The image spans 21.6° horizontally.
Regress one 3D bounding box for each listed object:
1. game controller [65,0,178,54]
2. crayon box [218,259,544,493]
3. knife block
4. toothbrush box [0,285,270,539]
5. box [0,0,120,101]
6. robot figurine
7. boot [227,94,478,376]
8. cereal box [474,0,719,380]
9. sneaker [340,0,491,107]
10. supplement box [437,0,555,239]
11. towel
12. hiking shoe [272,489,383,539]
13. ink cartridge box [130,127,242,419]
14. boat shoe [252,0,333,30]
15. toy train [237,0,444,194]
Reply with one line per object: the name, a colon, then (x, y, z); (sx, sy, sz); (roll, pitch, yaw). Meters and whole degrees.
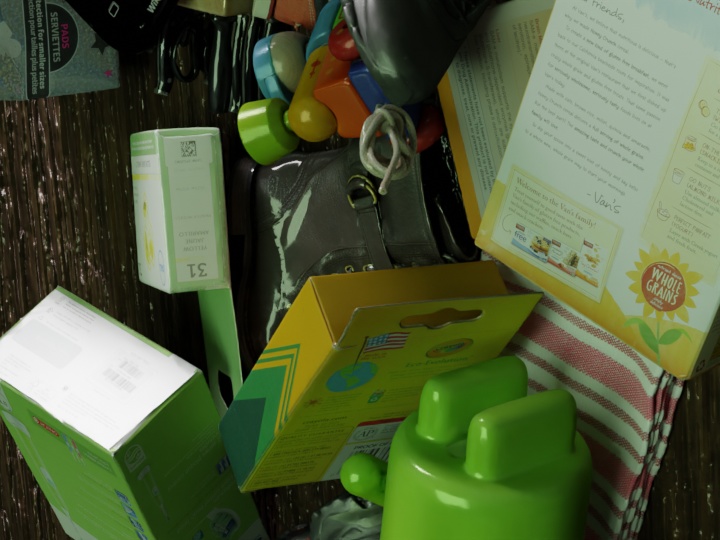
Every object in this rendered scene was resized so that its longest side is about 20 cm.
game controller: (-0.129, -0.228, 1.149); (0.104, 0.042, 0.200); (51, 131, 19)
crayon box: (0.009, 0.055, 1.108); (0.200, 0.127, 0.051); (-56, 47, 48)
knife block: (-0.076, -0.196, 1.183); (0.200, 0.064, 0.176); (-39, 76, 42)
toothbrush box: (-0.158, 0.128, 1.282); (0.145, 0.086, 0.200); (27, 148, 35)
box: (-0.240, -0.222, 1.276); (0.132, 0.115, 0.200); (21, 118, 56)
robot figurine: (0.069, 0.152, 1.080); (0.175, 0.116, 0.200); (34, 128, 43)
boot: (0.000, 0.000, 1.167); (0.174, 0.069, 0.200); (-5, 99, 43)
cereal box: (0.146, -0.066, 0.927); (0.144, 0.039, 0.200); (36, 123, 29)
sneaker: (0.050, -0.170, 1.001); (0.091, 0.200, 0.076); (-11, 136, 31)
supplement box: (0.141, -0.095, 1.002); (0.200, 0.073, 0.126); (-8, 96, 44)
towel: (0.113, 0.077, 1.110); (0.146, 0.030, 0.200); (30, 121, 34)
hiking shoe: (-0.025, 0.215, 1.238); (0.200, 0.076, 0.101); (-38, 81, 32)
ink cartridge box: (-0.114, 0.007, 1.230); (0.146, 0.048, 0.200); (-167, 74, -76)
boat shoe: (-0.015, -0.236, 1.117); (0.062, 0.071, 0.200); (12, 115, -5)
toy train: (-0.020, -0.090, 1.059); (0.116, 0.200, 0.085); (-19, 122, 27)
